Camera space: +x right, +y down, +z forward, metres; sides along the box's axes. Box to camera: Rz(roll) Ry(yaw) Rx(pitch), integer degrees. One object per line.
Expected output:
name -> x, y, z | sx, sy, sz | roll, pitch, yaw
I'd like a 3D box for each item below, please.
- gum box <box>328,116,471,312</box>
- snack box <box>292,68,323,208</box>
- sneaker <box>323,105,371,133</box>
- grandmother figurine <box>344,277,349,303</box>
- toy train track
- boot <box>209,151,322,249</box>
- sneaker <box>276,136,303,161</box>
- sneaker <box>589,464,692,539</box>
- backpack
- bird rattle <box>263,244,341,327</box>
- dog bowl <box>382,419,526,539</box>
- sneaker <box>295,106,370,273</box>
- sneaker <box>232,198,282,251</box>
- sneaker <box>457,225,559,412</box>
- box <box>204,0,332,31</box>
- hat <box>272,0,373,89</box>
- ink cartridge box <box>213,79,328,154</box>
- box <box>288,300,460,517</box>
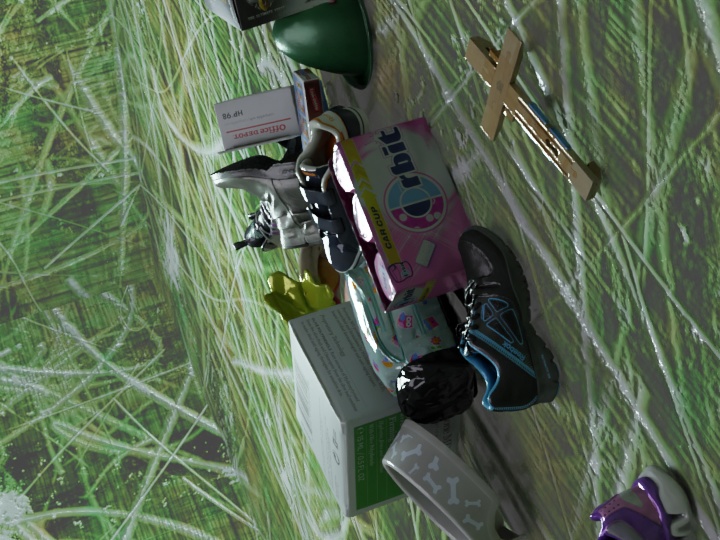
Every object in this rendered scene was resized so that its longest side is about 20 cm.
gum box -> 0.049, -0.069, 1.439 | 0.066, 0.112, 0.202 | 112, 139, -66
snack box -> -0.057, -0.152, 1.634 | 0.072, 0.024, 0.203 | -126, 27, -67
sneaker -> -0.018, -0.171, 1.640 | 0.200, 0.074, 0.086 | -178, 68, -74
grandmother figurine -> 0.000, 0.000, 1.796 | 0.120, 0.060, 0.202 | 31, 140, 26
toy train track -> 0.160, -0.142, 1.143 | 0.201, 0.032, 0.116 | 56, 151, 32
boot -> -0.119, -0.089, 1.759 | 0.198, 0.067, 0.133 | 0, 112, 38
sneaker -> -0.072, -0.144, 1.840 | 0.071, 0.082, 0.201 | 92, 156, -49
sneaker -> 0.249, 0.277, 1.144 | 0.080, 0.087, 0.203 | -144, 39, -63
backpack -> 0.061, 0.066, 1.515 | 0.168, 0.125, 0.202 | 95, 157, -60
bird rattle -> -0.053, 0.037, 1.947 | 0.200, 0.111, 0.165 | 41, -138, -52
dog bowl -> 0.106, 0.268, 1.526 | 0.200, 0.059, 0.200 | 42, 168, 11
sneaker -> -0.037, -0.093, 1.537 | 0.078, 0.079, 0.204 | 13, 108, 45
sneaker -> -0.139, -0.072, 1.904 | 0.200, 0.139, 0.079 | 28, -144, -65
sneaker -> 0.136, 0.048, 1.316 | 0.073, 0.081, 0.202 | 107, 145, -66
box -> -0.070, -0.332, 1.426 | 0.158, 0.197, 0.049 | -135, 28, -61
hat -> -0.098, -0.293, 1.603 | 0.200, 0.174, 0.168 | -134, 31, -59
ink cartridge box -> -0.122, -0.210, 1.732 | 0.200, 0.114, 0.068 | -41, -60, -73
box -> 0.018, 0.171, 1.682 | 0.201, 0.169, 0.201 | 88, 158, -43
